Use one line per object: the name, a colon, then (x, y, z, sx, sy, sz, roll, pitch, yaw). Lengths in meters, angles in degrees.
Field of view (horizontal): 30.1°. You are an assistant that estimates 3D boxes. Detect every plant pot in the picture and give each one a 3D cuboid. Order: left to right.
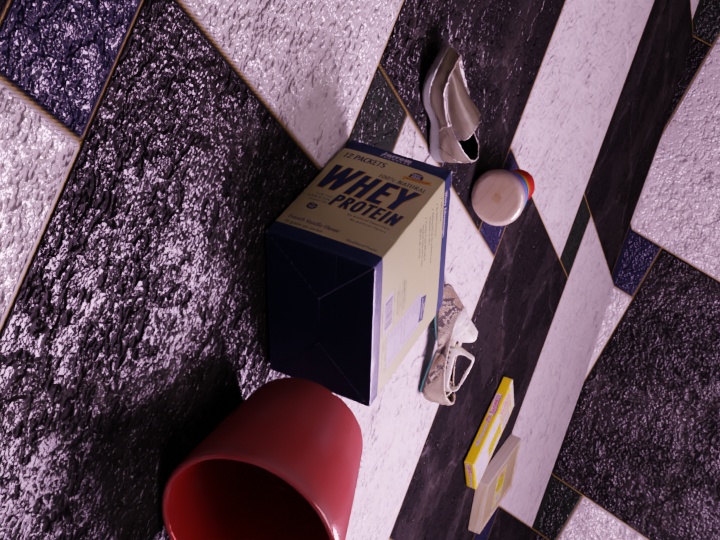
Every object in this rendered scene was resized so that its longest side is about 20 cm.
plant pot: (-0.088, 0.221, 1.420, 0.178, 0.197, 0.203, -58, 158, -53)

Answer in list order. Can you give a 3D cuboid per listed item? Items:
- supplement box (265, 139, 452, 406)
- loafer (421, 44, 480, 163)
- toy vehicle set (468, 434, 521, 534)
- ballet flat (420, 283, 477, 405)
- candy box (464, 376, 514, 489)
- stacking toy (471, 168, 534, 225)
supplement box: (0.000, 0.000, 1.513, 0.200, 0.133, 0.202, -50, 151, -45)
loafer: (0.128, -0.215, 1.760, 0.076, 0.069, 0.201, -61, 157, -27)
toy vehicle set: (0.281, 0.443, 2.793, 0.200, 0.026, 0.126, -40, 143, -55)
ballet flat: (0.145, 0.119, 2.085, 0.068, 0.074, 0.203, -34, 138, -57)
candy box: (0.252, 0.316, 2.608, 0.201, 0.026, 0.103, -61, 155, -29)
stacking toy: (0.238, -0.128, 2.124, 0.200, 0.084, 0.087, -31, 136, -68)
